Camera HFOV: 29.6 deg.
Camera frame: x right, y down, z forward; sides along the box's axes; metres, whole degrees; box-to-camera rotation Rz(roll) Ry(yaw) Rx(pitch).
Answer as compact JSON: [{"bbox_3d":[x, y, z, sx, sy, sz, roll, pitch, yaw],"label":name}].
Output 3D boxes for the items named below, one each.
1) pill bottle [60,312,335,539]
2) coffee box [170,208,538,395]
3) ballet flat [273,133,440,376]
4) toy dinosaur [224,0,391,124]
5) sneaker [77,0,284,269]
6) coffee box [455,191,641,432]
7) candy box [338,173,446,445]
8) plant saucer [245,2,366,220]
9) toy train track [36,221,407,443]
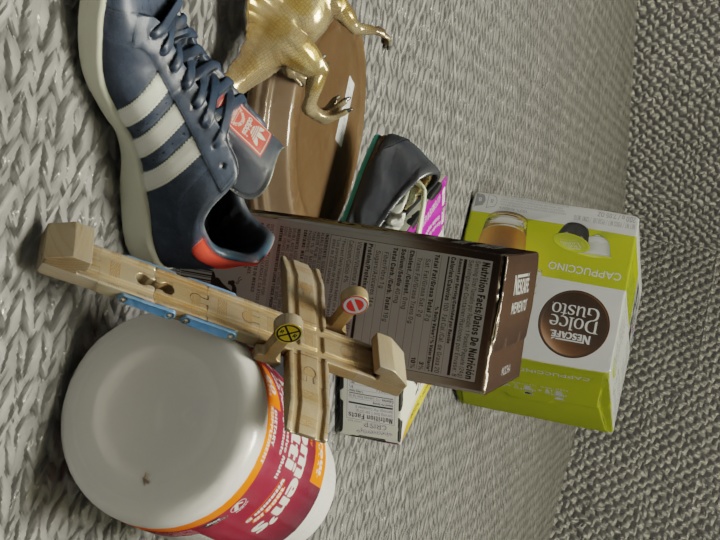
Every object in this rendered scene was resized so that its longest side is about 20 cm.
[{"bbox_3d":[-0.079,0.100,0.758,0.200,0.108,0.111,54,47,-68],"label":"pill bottle"},{"bbox_3d":[-0.003,0.013,0.811,0.113,0.197,0.081,-2,101,-74],"label":"coffee box"},{"bbox_3d":[0.000,0.000,0.969,0.202,0.072,0.073,-64,162,-7],"label":"ballet flat"},{"bbox_3d":[-0.042,-0.139,0.823,0.201,0.058,0.101,-50,140,-7],"label":"toy dinosaur"},{"bbox_3d":[-0.083,-0.083,0.690,0.201,0.083,0.075,83,22,-43],"label":"sneaker"},{"bbox_3d":[0.219,0.053,1.618,0.200,0.197,0.200,67,35,-62],"label":"coffee box"},{"bbox_3d":[0.029,0.029,1.189,0.137,0.060,0.202,-54,150,-59],"label":"candy box"},{"bbox_3d":[-0.034,-0.106,0.956,0.200,0.029,0.203,8,90,-75],"label":"plant saucer"},{"bbox_3d":[-0.058,0.015,0.666,0.033,0.198,0.116,-50,-150,37],"label":"toy train track"}]
